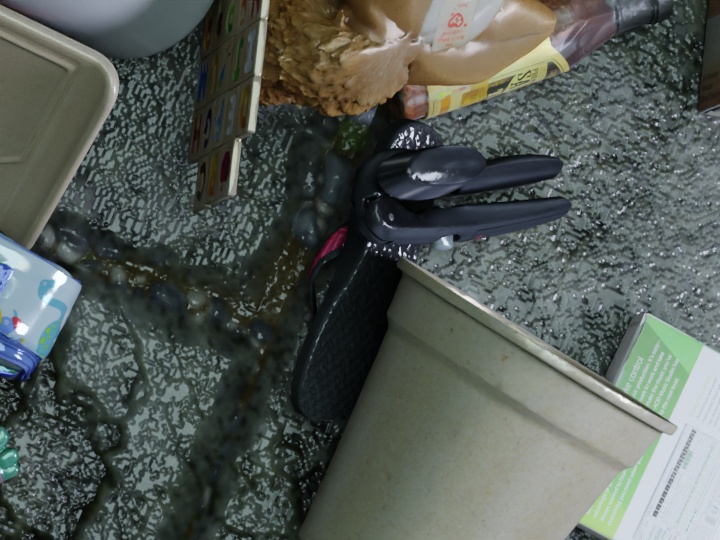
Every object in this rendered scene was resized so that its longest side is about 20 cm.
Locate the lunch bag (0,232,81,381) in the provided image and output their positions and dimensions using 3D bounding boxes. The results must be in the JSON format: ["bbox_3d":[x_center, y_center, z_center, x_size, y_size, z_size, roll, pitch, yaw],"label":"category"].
[{"bbox_3d":[-0.268,-0.008,1.574,0.199,0.161,0.083,29,80,-10],"label":"lunch bag"}]

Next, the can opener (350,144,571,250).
[{"bbox_3d":[0.067,-0.044,1.669,0.200,0.078,0.064,1,88,-51],"label":"can opener"}]

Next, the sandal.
[{"bbox_3d":[0.000,0.000,1.689,0.075,0.045,0.201,27,80,-47],"label":"sandal"}]

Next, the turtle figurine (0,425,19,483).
[{"bbox_3d":[-0.272,0.128,1.537,0.100,0.200,0.150,-18,107,20],"label":"turtle figurine"}]

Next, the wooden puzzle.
[{"bbox_3d":[-0.254,-0.113,1.587,0.199,0.185,0.037,29,49,-7],"label":"wooden puzzle"}]

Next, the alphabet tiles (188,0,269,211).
[{"bbox_3d":[-0.079,-0.140,1.622,0.006,0.166,0.201,7,84,-15],"label":"alphabet tiles"}]

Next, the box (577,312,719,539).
[{"bbox_3d":[0.236,0.136,1.741,0.199,0.036,0.145,29,80,-10],"label":"box"}]

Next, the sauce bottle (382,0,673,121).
[{"bbox_3d":[0.106,-0.152,1.716,0.199,0.066,0.066,-19,90,-11],"label":"sauce bottle"}]

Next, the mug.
[{"bbox_3d":[-0.153,-0.219,1.613,0.149,0.153,0.188,3,72,24],"label":"mug"}]

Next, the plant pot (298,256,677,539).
[{"bbox_3d":[0.063,0.122,1.635,0.200,0.200,0.184,31,91,-9],"label":"plant pot"}]

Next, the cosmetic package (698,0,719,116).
[{"bbox_3d":[0.285,-0.200,1.742,0.087,0.103,0.201,8,83,-13],"label":"cosmetic package"}]

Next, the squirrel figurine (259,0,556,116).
[{"bbox_3d":[-0.007,-0.189,1.630,0.200,0.142,0.187,-40,50,-6],"label":"squirrel figurine"}]
